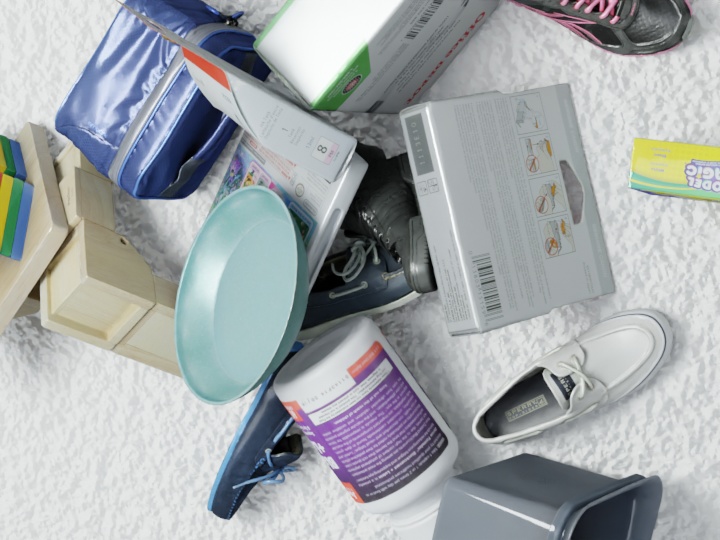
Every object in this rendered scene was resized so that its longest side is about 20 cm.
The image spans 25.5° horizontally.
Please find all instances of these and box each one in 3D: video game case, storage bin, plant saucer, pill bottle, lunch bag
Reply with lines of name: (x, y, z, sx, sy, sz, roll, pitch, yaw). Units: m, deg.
video game case: (-0.078, -0.059, 1.476, 0.200, 0.024, 0.182, 46, 115, 52)
storage bin: (0.156, 0.236, 1.388, 0.134, 0.200, 0.146, 18, 102, 31)
plant saucer: (-0.101, 0.024, 1.424, 0.200, 0.036, 0.200, -25, 58, 48)
pill bottle: (0.019, 0.151, 1.454, 0.111, 0.111, 0.200, -31, 102, 22)
lunch bag: (-0.173, -0.168, 1.503, 0.132, 0.136, 0.200, 39, 107, 14)

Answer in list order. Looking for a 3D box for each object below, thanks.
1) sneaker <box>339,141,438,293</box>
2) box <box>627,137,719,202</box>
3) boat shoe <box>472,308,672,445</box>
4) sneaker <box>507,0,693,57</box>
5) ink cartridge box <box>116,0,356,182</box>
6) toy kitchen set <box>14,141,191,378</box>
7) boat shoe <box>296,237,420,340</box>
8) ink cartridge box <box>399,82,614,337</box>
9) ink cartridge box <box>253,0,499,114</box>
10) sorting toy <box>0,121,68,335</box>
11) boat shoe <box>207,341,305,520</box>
sneaker: (0.014, -0.048, 1.432, 0.104, 0.200, 0.060, -12, 135, 10)
box: (0.332, -0.073, 1.314, 0.200, 0.117, 0.048, 7, 92, 22)
boat shoe: (0.185, 0.099, 1.420, 0.200, 0.066, 0.072, -28, 85, 23)
sneaker: (0.187, -0.238, 1.370, 0.200, 0.095, 0.079, 22, 102, 17)
ink cartridge box: (-0.116, -0.152, 1.345, 0.200, 0.163, 0.057, 23, 98, -25)
toy kitchen set: (-0.251, 0.011, 1.592, 0.163, 0.180, 0.200, -44, 39, 30)
boat shoe: (0.000, 0.000, 1.480, 0.200, 0.075, 0.062, -23, 123, 29)
ink cartridge box: (0.130, -0.057, 1.388, 0.044, 0.173, 0.200, -12, 91, 50)
ink cartridge box: (0.018, -0.215, 1.385, 0.084, 0.200, 0.146, 46, 110, 15)
sorting toy: (-0.380, -0.029, 1.573, 0.200, 0.070, 0.199, -53, 35, 20)
boat shoe: (-0.086, 0.166, 1.528, 0.069, 0.084, 0.200, 27, 117, 0)
